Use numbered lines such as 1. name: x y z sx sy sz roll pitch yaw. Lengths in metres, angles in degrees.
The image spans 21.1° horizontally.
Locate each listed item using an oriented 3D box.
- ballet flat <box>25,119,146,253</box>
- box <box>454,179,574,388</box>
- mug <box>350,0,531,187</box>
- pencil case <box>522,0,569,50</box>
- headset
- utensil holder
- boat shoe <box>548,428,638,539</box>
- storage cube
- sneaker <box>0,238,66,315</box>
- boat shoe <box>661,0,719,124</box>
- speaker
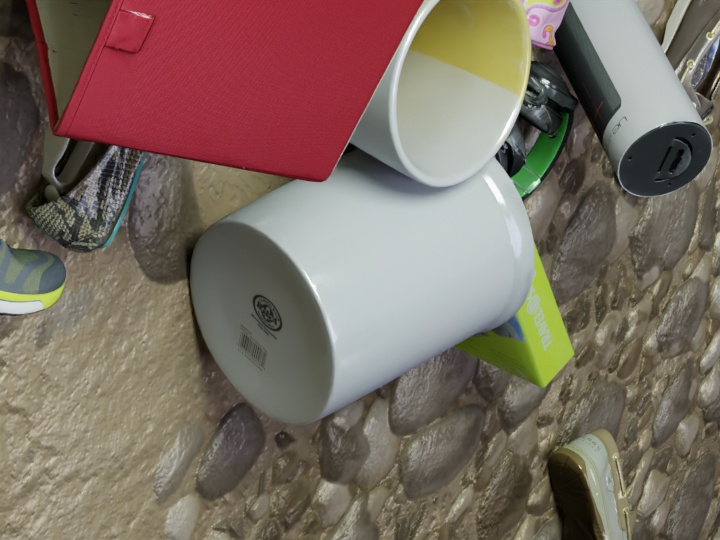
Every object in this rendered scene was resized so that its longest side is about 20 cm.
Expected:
1. ballet flat: -0.156 -0.110 1.260 0.075 0.068 0.201 32 84 -35
2. box: 0.092 -0.004 1.545 0.048 0.121 0.201 -46 136 -23
3. mug: 0.029 -0.159 1.376 0.186 0.152 0.150 -34 130 -35
4. pencil case: 0.141 -0.276 1.509 0.087 0.087 0.202 9 99 -50
5. headset: 0.128 -0.112 1.551 0.124 0.094 0.200 -46 151 -12
6. utensil holder: 0.000 0.000 1.406 0.199 0.169 0.171 -27 126 -37
7. boat shoe: 0.236 0.240 1.863 0.066 0.074 0.201 -35 131 -27
8. storage cube: -0.082 -0.182 1.136 0.178 0.172 0.201 9 131 -27
9. sneaker: -0.252 -0.024 1.178 0.199 0.074 0.082 17 91 -53
10. boat shoe: 0.296 -0.163 1.759 0.072 0.059 0.201 27 86 -52
11. speaker: 0.211 -0.153 1.547 0.081 0.201 0.082 -11 139 -10
